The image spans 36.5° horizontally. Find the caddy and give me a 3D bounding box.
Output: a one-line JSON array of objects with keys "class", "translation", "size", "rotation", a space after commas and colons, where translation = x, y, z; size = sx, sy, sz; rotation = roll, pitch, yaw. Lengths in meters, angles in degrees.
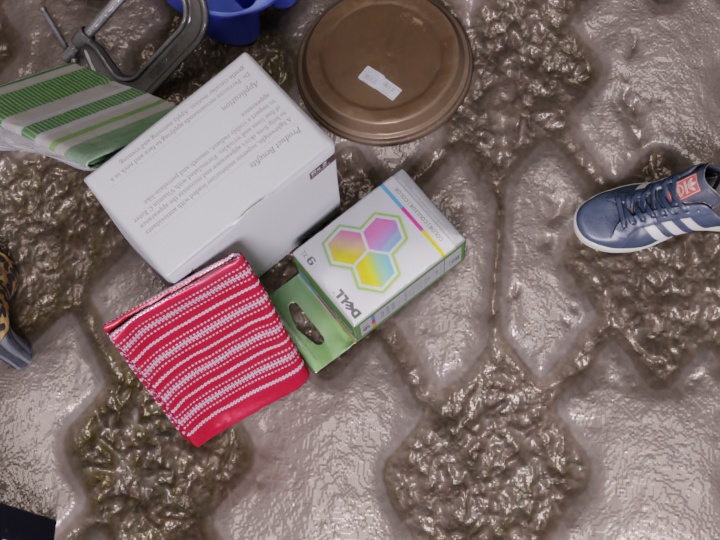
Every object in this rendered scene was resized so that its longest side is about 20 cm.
[{"class": "caddy", "translation": [-0.160, -0.352, 1.235], "size": [0.200, 0.105, 0.141], "rotation": [40, 78, 17]}]

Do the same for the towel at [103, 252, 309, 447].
[{"class": "towel", "translation": [-0.139, 0.081, 1.040], "size": [0.145, 0.200, 0.022], "rotation": [-29, 47, -5]}]

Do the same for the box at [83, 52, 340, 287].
[{"class": "box", "translation": [-0.135, -0.073, 1.079], "size": [0.199, 0.200, 0.131], "rotation": [-40, 78, -10]}]

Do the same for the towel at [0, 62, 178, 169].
[{"class": "towel", "translation": [-0.279, -0.156, 1.087], "size": [0.200, 0.023, 0.153], "rotation": [24, 36, 30]}]

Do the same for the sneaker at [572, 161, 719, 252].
[{"class": "sneaker", "translation": [0.316, -0.071, 1.103], "size": [0.200, 0.085, 0.075], "rotation": [-11, 70, 2]}]

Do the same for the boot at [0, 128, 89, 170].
[{"class": "boot", "translation": [-0.371, -0.171, 1.196], "size": [0.200, 0.096, 0.074], "rotation": [14, 72, 10]}]

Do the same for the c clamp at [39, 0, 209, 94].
[{"class": "c clamp", "translation": [-0.262, -0.278, 1.215], "size": [0.200, 0.027, 0.171], "rotation": [-33, 83, 27]}]

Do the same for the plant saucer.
[{"class": "plant saucer", "translation": [0.026, -0.234, 1.218], "size": [0.200, 0.029, 0.200], "rotation": [-1, 71, 4]}]

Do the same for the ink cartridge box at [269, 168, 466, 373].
[{"class": "ink cartridge box", "translation": [0.000, 0.000, 1.120], "size": [0.200, 0.059, 0.104], "rotation": [-37, 72, -8]}]

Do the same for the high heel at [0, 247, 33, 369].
[{"class": "high heel", "translation": [-0.402, 0.000, 1.113], "size": [0.071, 0.143, 0.200], "rotation": [-31, 71, -6]}]

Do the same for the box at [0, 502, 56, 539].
[{"class": "box", "translation": [-0.402, 0.263, 0.991], "size": [0.182, 0.200, 0.104], "rotation": [2, 71, 7]}]
